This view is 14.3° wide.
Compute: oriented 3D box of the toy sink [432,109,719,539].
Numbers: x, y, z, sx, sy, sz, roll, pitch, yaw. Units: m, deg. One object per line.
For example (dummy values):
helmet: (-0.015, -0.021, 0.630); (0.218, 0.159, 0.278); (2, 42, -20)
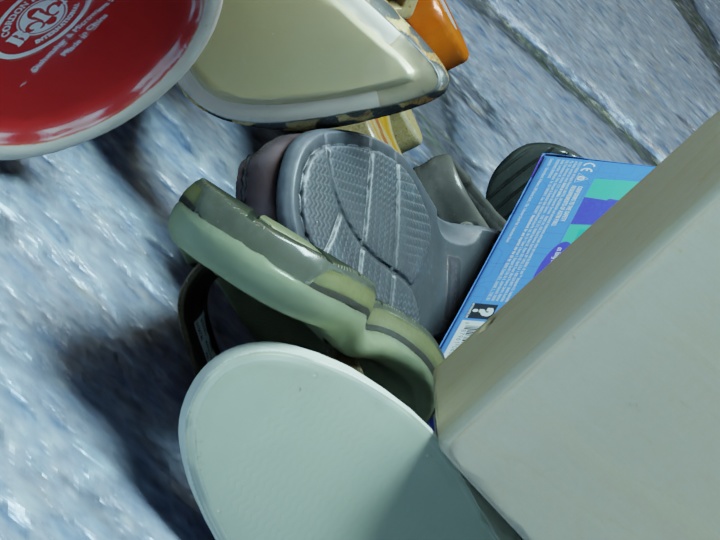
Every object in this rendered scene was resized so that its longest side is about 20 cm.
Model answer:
toy sink: (0.135, 0.068, 0.859); (0.200, 0.130, 0.112); (46, 7, -7)

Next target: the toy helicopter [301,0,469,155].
toy helicopter: (-0.009, -0.093, 1.148); (0.132, 0.079, 0.200); (61, 9, -29)

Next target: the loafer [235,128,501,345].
loafer: (0.000, 0.000, 1.036); (0.200, 0.063, 0.072); (28, 66, -59)

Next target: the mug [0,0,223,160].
mug: (-0.128, -0.157, 0.913); (0.133, 0.178, 0.200); (-10, 56, -31)

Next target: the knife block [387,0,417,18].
knife block: (-0.026, -0.196, 1.125); (0.200, 0.064, 0.176); (30, 36, 11)

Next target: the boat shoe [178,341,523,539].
boat shoe: (0.019, 0.091, 0.867); (0.201, 0.070, 0.072); (42, -1, -18)

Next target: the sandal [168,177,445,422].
sandal: (-0.027, 0.023, 0.901); (0.080, 0.057, 0.201); (25, -7, 17)

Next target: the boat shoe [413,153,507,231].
boat shoe: (0.076, 0.017, 1.201); (0.200, 0.057, 0.067); (34, 20, -39)

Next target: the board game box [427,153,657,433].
board game box: (0.139, 0.024, 1.012); (0.152, 0.200, 0.045); (-58, 149, -50)

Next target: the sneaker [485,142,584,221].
sneaker: (0.121, 0.015, 1.310); (0.200, 0.074, 0.089); (51, 13, -21)

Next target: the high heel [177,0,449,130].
high heel: (-0.031, -0.091, 1.046); (0.200, 0.071, 0.143); (18, 7, 28)
